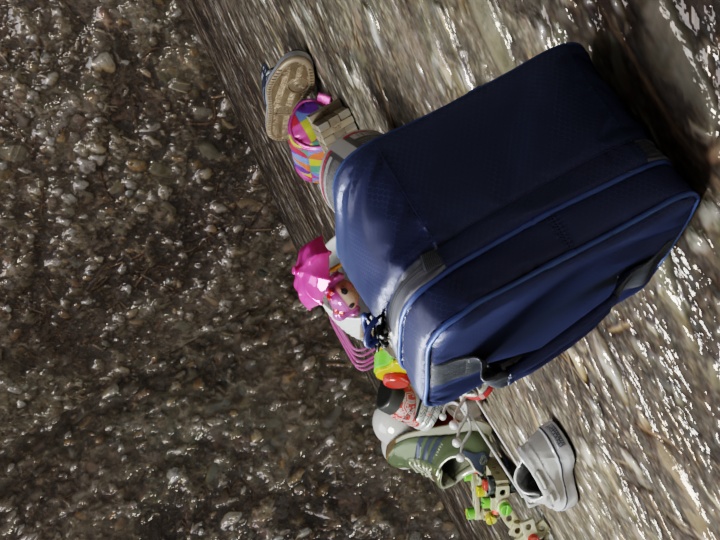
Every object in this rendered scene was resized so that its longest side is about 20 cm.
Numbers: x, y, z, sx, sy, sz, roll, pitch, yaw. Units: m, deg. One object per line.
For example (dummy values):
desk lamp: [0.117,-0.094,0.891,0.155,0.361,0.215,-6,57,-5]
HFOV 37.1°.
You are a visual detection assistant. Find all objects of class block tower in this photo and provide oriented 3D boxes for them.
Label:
block tower: [-0.007,-0.139,1.521,0.202,0.054,0.058,64,173,-18]

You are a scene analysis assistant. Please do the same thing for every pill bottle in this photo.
pill bottle: [0.025,-0.089,1.183,0.112,0.110,0.200,64,174,-19]

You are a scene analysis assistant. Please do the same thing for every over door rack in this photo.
over door rack: [0.169,0.236,1.463,0.200,0.066,0.148,45,167,26]

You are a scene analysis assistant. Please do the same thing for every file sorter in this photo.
file sorter: [0.014,0.099,2.071,0.140,0.124,0.200,60,174,16]

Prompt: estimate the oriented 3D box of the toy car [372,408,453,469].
toy car: [0.119,0.245,1.824,0.148,0.176,0.201,17,151,23]

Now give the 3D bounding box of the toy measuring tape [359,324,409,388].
toy measuring tape: [0.034,0.127,1.588,0.200,0.073,0.074,35,-163,-50]

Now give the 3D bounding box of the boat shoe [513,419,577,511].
boat shoe: [0.213,0.241,1.273,0.074,0.065,0.201,57,172,36]

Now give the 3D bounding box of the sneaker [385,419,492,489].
sneaker: [0.119,0.301,1.689,0.067,0.198,0.091,39,-136,-38]

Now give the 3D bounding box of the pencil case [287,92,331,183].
pencil case: [-0.067,-0.198,1.649,0.089,0.088,0.200,61,172,9]

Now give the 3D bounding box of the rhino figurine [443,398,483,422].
rhino figurine: [0.131,0.148,1.577,0.087,0.060,0.201,28,150,42]

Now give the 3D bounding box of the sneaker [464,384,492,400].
sneaker: [0.141,0.114,1.392,0.085,0.077,0.200,44,-173,-24]

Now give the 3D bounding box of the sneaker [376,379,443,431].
sneaker: [0.095,0.158,1.720,0.107,0.203,0.067,31,142,-22]

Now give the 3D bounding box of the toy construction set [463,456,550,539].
toy construction set: [0.218,0.368,1.685,0.200,0.091,0.133,-150,56,-65]

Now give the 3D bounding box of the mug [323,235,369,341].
mug: [0.039,0.046,1.631,0.198,0.149,0.176,26,166,22]

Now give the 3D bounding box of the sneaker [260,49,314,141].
sneaker: [-0.114,-0.298,1.641,0.201,0.069,0.110,114,156,-60]

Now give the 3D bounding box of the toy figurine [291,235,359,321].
toy figurine: [0.000,0.000,1.454,0.202,0.183,0.150,64,174,-25]

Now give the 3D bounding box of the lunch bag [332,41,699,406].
lunch bag: [0.081,-0.014,0.605,0.133,0.198,0.136,56,167,24]
